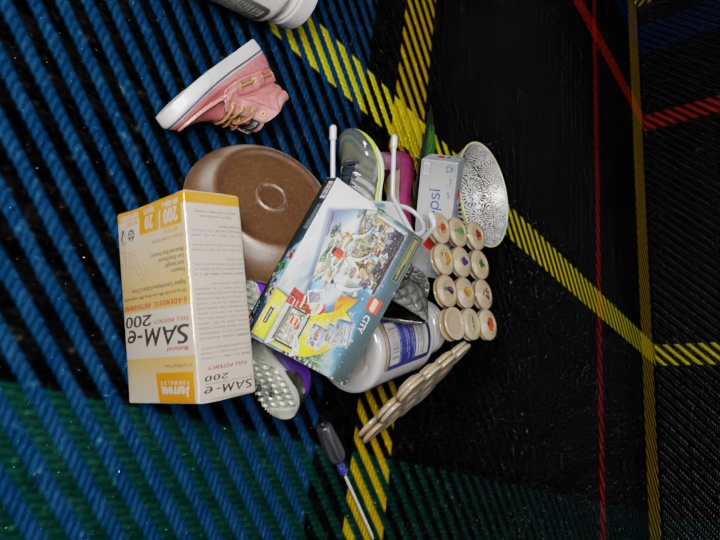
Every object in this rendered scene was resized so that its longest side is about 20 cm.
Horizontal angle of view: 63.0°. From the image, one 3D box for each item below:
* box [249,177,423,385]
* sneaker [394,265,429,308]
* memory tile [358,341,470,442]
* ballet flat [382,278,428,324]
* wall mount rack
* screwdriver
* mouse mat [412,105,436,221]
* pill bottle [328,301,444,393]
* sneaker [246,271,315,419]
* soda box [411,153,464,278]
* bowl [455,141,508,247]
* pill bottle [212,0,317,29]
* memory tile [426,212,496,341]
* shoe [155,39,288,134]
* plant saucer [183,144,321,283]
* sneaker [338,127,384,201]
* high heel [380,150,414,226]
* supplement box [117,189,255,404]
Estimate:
[{"bbox_3d":[-0.029,0.014,0.687,0.136,0.038,0.202,32,84,-25],"label":"box"},{"bbox_3d":[0.000,0.000,0.848,0.198,0.086,0.078,25,94,-3],"label":"sneaker"},{"bbox_3d":[0.085,0.183,0.900,0.017,0.154,0.199,45,33,18],"label":"memory tile"},{"bbox_3d":[0.002,0.041,0.745,0.197,0.067,0.057,-1,49,-25],"label":"ballet flat"},{"bbox_3d":[0.022,-0.117,0.847,0.198,0.075,0.175,-1,54,-37],"label":"wall mount rack"},{"bbox_3d":[-0.014,0.303,0.834,0.028,0.029,0.202,-38,107,-47],"label":"screwdriver"},{"bbox_3d":[0.118,-0.171,1.058,0.161,0.007,0.202,70,29,-60],"label":"mouse mat"},{"bbox_3d":[0.041,0.100,0.875,0.199,0.119,0.122,-8,89,-52],"label":"pill bottle"},{"bbox_3d":[-0.110,0.076,0.742,0.099,0.069,0.203,-40,116,-56],"label":"sneaker"},{"bbox_3d":[0.131,-0.092,1.002,0.068,0.063,0.203,-44,140,-64],"label":"soda box"},{"bbox_3d":[0.203,-0.138,1.144,0.199,0.093,0.204,14,71,-49],"label":"bowl"},{"bbox_3d":[-0.151,-0.388,0.738,0.199,0.113,0.116,4,80,-51],"label":"pill bottle"},{"bbox_3d":[0.164,0.011,0.933,0.152,0.017,0.203,7,72,-45],"label":"memory tile"},{"bbox_3d":[-0.160,-0.204,0.723,0.091,0.071,0.201,53,41,-22],"label":"shoe"},{"bbox_3d":[-0.113,-0.081,0.716,0.198,0.037,0.203,16,54,-23],"label":"plant saucer"},{"bbox_3d":[-0.010,-0.120,0.897,0.080,0.073,0.203,-2,83,-48],"label":"sneaker"},{"bbox_3d":[0.076,-0.109,1.004,0.095,0.067,0.203,-4,73,-41],"label":"high heel"},{"bbox_3d":[-0.183,0.031,0.606,0.073,0.125,0.203,0,82,-51],"label":"supplement box"}]
